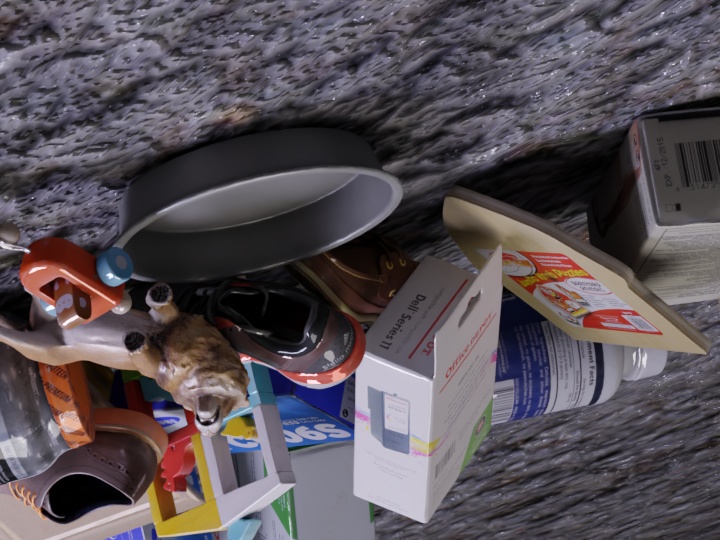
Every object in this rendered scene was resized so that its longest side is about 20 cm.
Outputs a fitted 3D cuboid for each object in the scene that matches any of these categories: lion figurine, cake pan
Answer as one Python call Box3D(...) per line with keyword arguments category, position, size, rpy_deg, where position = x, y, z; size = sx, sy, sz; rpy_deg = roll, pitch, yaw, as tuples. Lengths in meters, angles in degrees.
Box3D(category="lion figurine", position=(-0.174, 0.047, 1.546), size=(0.199, 0.073, 0.123), rpy_deg=(17, 162, 15))
Box3D(category="cake pan", position=(-0.071, -0.044, 1.490), size=(0.199, 0.037, 0.200), rpy_deg=(-13, 164, -4))

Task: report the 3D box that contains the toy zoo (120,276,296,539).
Box3D(category="toy zoo", position=(-0.116, 0.114, 1.686), size=(0.131, 0.201, 0.020), rpy_deg=(-25, 161, 34))

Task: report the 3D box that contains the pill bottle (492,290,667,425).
Box3D(category="pill bottle", position=(0.158, 0.068, 1.940), size=(0.198, 0.112, 0.111), rpy_deg=(-10, 164, -17))

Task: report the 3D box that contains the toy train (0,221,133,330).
Box3D(category="toy train", position=(-0.247, 0.023, 1.425), size=(0.199, 0.056, 0.150), rpy_deg=(-23, 134, 34))

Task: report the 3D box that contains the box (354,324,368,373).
Box3D(category="box", position=(-0.051, 0.071, 1.879), size=(0.158, 0.046, 0.200), rpy_deg=(-10, 163, -12))

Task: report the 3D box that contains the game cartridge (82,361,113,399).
Box3D(category="game cartridge", position=(-0.304, 0.096, 1.777), size=(0.198, 0.033, 0.176), rpy_deg=(-13, 164, 2))

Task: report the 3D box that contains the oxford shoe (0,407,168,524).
Box3D(category="oxford shoe", position=(-0.243, 0.150, 1.694), size=(0.199, 0.073, 0.071), rpy_deg=(-9, 135, 27))

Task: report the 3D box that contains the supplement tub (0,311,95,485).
Box3D(category="supplement tub", position=(-0.299, 0.102, 1.625), size=(0.198, 0.123, 0.123), rpy_deg=(-14, 164, 1))

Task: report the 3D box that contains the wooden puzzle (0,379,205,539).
Box3D(category="wooden puzzle", position=(-0.246, 0.152, 1.788), size=(0.184, 0.037, 0.200), rpy_deg=(-21, 132, 27))

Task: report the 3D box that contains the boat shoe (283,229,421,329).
Box3D(category="boat shoe", position=(0.000, 0.000, 1.675), size=(0.068, 0.072, 0.200), rpy_deg=(-52, 153, 5))

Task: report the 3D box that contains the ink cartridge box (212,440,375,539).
Box3D(category="ink cartridge box", position=(-0.066, 0.196, 1.974), size=(0.082, 0.148, 0.200), rpy_deg=(-11, -164, -24))

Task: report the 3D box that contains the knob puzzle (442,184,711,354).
Box3D(category="knob puzzle", position=(0.143, -0.009, 1.657), size=(0.219, 0.031, 0.220), rpy_deg=(29, 167, 7))

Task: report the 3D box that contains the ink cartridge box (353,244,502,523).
Box3D(category="ink cartridge box", position=(0.049, 0.074, 1.667), size=(0.117, 0.067, 0.201), rpy_deg=(-51, 154, -41))

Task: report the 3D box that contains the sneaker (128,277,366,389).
Box3D(category="sneaker", position=(-0.094, 0.027, 1.601), size=(0.199, 0.078, 0.082), rpy_deg=(5, 155, 26))

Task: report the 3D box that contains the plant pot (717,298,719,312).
Box3D(category="plant pot", position=(0.376, -0.014, 1.735), size=(0.176, 0.202, 0.200), rpy_deg=(-2, 162, -14))

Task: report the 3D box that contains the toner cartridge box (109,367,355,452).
Box3D(category="toner cartridge box", position=(-0.094, 0.104, 1.757), size=(0.199, 0.043, 0.095), rpy_deg=(-10, 150, 39))

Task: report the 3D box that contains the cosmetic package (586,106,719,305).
Box3D(category="cosmetic package", position=(0.236, -0.044, 1.664), size=(0.102, 0.088, 0.200), rpy_deg=(-6, 162, -8))

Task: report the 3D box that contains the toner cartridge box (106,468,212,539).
Box3D(category="toner cartridge box", position=(-0.177, 0.196, 1.909), size=(0.043, 0.201, 0.095), rpy_deg=(-25, 162, 30))
